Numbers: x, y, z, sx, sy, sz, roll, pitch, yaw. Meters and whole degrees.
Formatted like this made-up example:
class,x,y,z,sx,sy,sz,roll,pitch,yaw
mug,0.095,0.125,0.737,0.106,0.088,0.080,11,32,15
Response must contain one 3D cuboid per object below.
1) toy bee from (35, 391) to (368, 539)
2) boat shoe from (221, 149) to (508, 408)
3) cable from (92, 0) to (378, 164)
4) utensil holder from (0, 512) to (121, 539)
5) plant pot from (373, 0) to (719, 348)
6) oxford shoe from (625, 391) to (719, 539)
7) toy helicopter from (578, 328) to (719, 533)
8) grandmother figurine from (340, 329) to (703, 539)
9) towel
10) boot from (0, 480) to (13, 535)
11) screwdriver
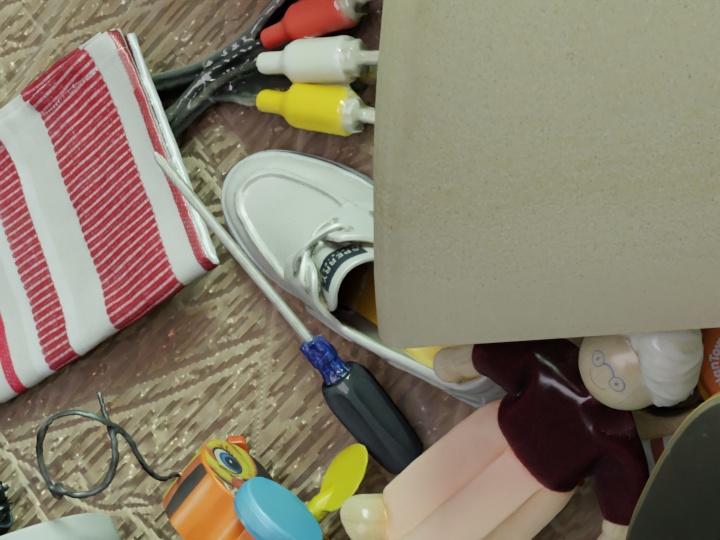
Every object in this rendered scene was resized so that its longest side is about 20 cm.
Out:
class,x,y,z,sx,sy,sz,roll,pitch,yaw
toy bee,-0.050,0.120,0.883,0.130,0.109,0.201,-28,99,12
boat shoe,0.000,0.000,0.879,0.200,0.070,0.071,39,98,25
cable,-0.068,-0.106,0.934,0.198,0.050,0.098,-7,76,23
utensil holder,-0.157,0.244,0.868,0.169,0.170,0.201,-32,75,17
plant pot,0.098,-0.106,0.728,0.197,0.178,0.201,-4,37,12
oxford shoe,0.144,0.118,0.744,0.070,0.072,0.202,10,127,9
toy helicopter,0.124,0.086,0.818,0.131,0.079,0.202,16,102,18
grandmother figurine,0.078,0.077,0.781,0.121,0.061,0.200,43,126,2
towel,-0.174,-0.021,0.967,0.199,0.023,0.145,-31,73,28
boot,-0.303,0.141,0.950,0.199,0.076,0.169,30,99,-21
screwdriver,-0.036,0.023,0.856,0.028,0.029,0.200,-28,115,32
